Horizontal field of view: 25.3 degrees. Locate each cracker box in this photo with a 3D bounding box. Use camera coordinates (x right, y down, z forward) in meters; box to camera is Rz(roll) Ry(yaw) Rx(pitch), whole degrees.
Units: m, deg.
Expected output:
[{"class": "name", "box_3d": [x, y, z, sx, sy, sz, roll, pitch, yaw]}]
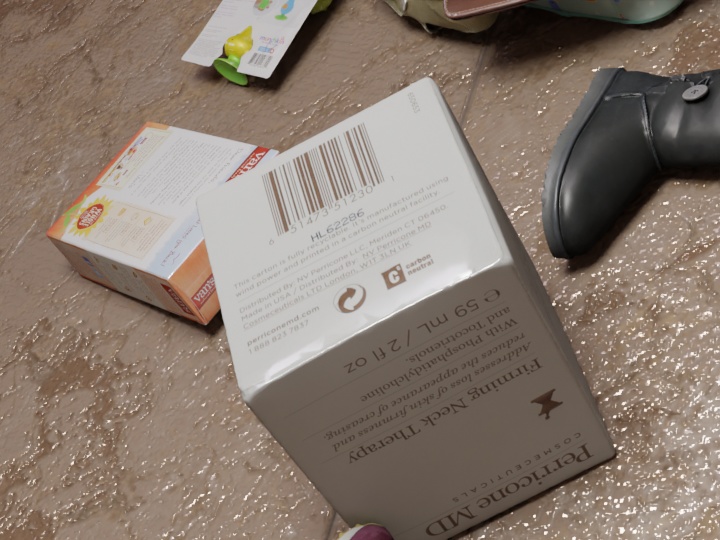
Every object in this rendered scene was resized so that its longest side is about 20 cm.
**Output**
[{"class": "cracker box", "box_3d": [-0.147, -0.042, 1.276, 0.134, 0.058, 0.199, -50, 35, -18]}]

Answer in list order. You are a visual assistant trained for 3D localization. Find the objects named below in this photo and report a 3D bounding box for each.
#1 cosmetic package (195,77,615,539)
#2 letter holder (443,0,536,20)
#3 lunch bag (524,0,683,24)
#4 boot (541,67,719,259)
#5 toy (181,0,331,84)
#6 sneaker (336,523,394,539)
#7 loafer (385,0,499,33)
[{"class": "cosmetic package", "box_3d": [0.027, 0.034, 0.959, 0.166, 0.201, 0.167, -27, 45, 8]}, {"class": "letter holder", "box_3d": [0.136, -0.283, 1.173, 0.198, 0.101, 0.143, -16, 46, 19]}, {"class": "lunch bag", "box_3d": [0.196, -0.279, 1.268, 0.199, 0.077, 0.161, 22, 64, 46]}, {"class": "boot", "box_3d": [0.232, -0.076, 1.054, 0.198, 0.066, 0.166, 3, 53, 32]}, {"class": "toy", "box_3d": [-0.064, -0.248, 1.447, 0.114, 0.047, 0.201, 16, 64, 40]}, {"class": "sneaker", "box_3d": [0.006, 0.237, 0.888, 0.089, 0.075, 0.202, 2, 57, 26]}, {"class": "loafer", "box_3d": [0.057, -0.237, 1.335, 0.075, 0.069, 0.200, -34, 25, -3]}]
